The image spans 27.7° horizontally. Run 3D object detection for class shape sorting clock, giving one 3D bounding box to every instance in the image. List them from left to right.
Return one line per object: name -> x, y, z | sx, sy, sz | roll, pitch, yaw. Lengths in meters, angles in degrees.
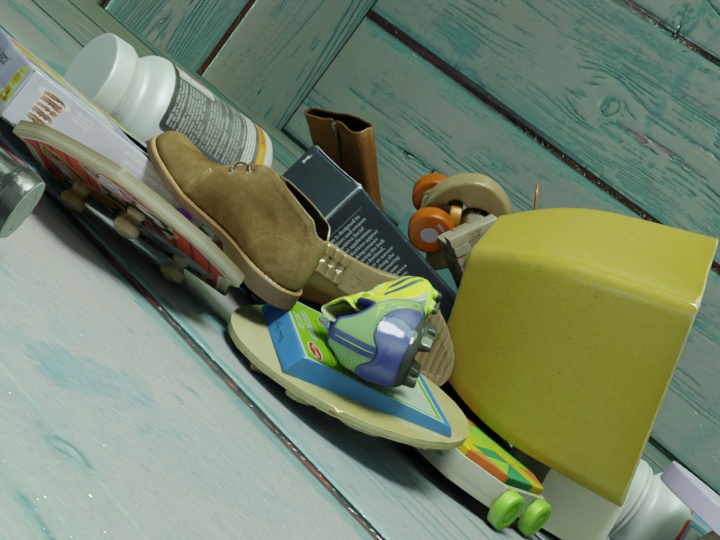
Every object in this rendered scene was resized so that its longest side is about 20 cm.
shape sorting clock -> -0.009, 0.080, 1.092 | 0.199, 0.039, 0.200 | 29, 11, -6

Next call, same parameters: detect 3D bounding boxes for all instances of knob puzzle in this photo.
knob puzzle -> -0.171, -0.040, 1.042 | 0.219, 0.031, 0.220 | 34, -10, 7

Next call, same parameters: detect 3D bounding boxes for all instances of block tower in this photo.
block tower -> 0.136, 0.042, 1.424 | 0.202, 0.054, 0.058 | 68, -9, -20

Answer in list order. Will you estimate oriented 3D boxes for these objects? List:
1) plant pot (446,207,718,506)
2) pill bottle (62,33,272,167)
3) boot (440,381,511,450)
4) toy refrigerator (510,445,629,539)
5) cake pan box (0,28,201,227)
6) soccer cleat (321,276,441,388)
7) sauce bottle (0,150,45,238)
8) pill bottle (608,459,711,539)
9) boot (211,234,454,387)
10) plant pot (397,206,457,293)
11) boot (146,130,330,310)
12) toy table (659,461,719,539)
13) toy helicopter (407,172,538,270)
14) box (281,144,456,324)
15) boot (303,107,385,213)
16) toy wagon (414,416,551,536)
plant pot -> 0.181, 0.051, 1.282 | 0.198, 0.196, 0.196 | 21, 23, 11
pill bottle -> -0.189, -0.135, 1.412 | 0.199, 0.117, 0.116 | 35, 6, -36
boot -> 0.087, 0.099, 1.481 | 0.200, 0.069, 0.174 | 46, 6, 6
toy refrigerator -> 0.187, 0.198, 1.366 | 0.075, 0.070, 0.200 | 30, 5, -3
cake pan box -> -0.227, -0.109, 1.225 | 0.200, 0.052, 0.184 | 40, 3, -28
soccer cleat -> 0.013, 0.033, 1.092 | 0.083, 0.065, 0.200 | 23, 11, -2
sauce bottle -> -0.266, -0.095, 0.816 | 0.199, 0.065, 0.065 | 38, 5, -2
pill bottle -> 0.310, 0.264, 1.394 | 0.199, 0.109, 0.109 | 37, 5, -5
boot -> -0.024, 0.027, 1.262 | 0.200, 0.073, 0.166 | 42, -19, -27
plant pot -> 0.120, 0.052, 1.650 | 0.199, 0.142, 0.141 | 34, 3, 34
boot -> -0.093, -0.059, 1.135 | 0.200, 0.076, 0.073 | 45, 17, 32
toy table -> 0.313, 0.276, 1.261 | 0.200, 0.117, 0.184 | 42, 6, 33
toy helicopter -> 0.133, -0.013, 1.486 | 0.079, 0.131, 0.201 | -80, 153, -54
box -> 0.000, 0.000, 1.405 | 0.200, 0.107, 0.148 | 48, 0, -26
boot -> -0.034, -0.073, 1.545 | 0.188, 0.068, 0.202 | 23, -45, 55
toy wagon -> 0.094, 0.157, 1.221 | 0.155, 0.040, 0.200 | 41, 7, 29
